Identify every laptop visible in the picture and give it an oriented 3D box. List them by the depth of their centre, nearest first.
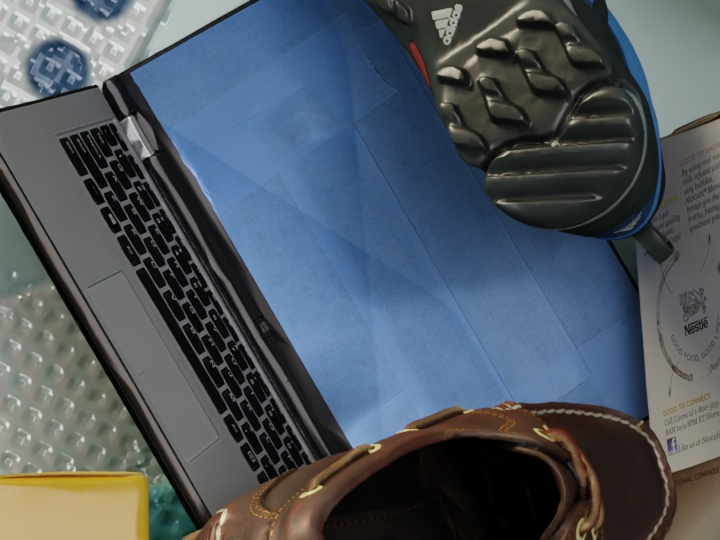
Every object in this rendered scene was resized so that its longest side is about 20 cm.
[{"bbox_3d":[0.000,0.000,0.884,0.116,0.200,0.188,-31,91,13],"label":"laptop"}]

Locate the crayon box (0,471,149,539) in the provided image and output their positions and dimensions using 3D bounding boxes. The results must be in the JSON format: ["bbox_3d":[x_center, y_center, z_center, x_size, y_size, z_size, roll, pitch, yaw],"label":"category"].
[{"bbox_3d":[-0.096,0.132,0.818,0.051,0.126,0.201,0,81,-19],"label":"crayon box"}]

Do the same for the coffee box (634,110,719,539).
[{"bbox_3d":[0.160,0.051,0.935,0.112,0.080,0.201,0,81,-29],"label":"coffee box"}]

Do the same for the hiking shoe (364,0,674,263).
[{"bbox_3d":[0.037,-0.092,0.927,0.074,0.087,0.201,-26,69,12],"label":"hiking shoe"}]

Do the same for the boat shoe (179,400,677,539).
[{"bbox_3d":[0.034,0.074,0.817,0.199,0.070,0.071,-15,75,-49],"label":"boat shoe"}]
